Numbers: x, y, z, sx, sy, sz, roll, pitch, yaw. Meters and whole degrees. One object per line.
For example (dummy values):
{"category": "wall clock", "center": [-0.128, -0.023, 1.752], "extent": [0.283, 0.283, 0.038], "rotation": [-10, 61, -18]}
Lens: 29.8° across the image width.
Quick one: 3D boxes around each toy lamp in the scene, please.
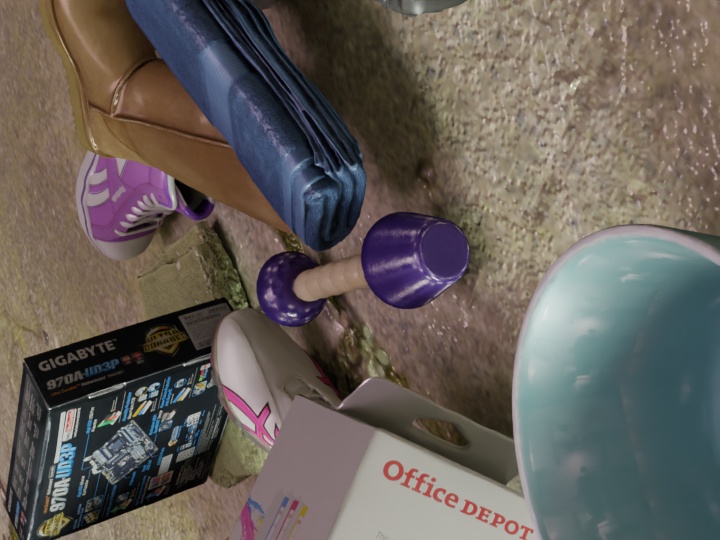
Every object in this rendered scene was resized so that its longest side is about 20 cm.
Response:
{"category": "toy lamp", "center": [0.000, 0.000, 0.820], "extent": [0.200, 0.058, 0.058], "rotation": [-10, 98, 62]}

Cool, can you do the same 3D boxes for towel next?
{"category": "towel", "center": [-0.114, 0.070, 1.069], "extent": [0.148, 0.036, 0.201], "rotation": [-27, 82, 59]}
{"category": "towel", "center": [-0.066, -0.109, 0.768], "extent": [0.200, 0.048, 0.112], "rotation": [53, 166, 14]}

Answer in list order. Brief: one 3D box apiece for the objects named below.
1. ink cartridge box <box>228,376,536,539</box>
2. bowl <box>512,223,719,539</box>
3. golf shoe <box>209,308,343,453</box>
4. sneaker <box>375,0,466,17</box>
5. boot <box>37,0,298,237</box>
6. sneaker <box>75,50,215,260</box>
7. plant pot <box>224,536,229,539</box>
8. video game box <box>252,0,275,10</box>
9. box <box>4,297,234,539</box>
{"category": "ink cartridge box", "center": [0.006, 0.168, 0.759], "extent": [0.201, 0.128, 0.125], "rotation": [-65, 23, -7]}
{"category": "bowl", "center": [0.159, 0.074, 0.533], "extent": [0.201, 0.105, 0.202], "rotation": [30, 125, 56]}
{"category": "golf shoe", "center": [-0.027, 0.107, 0.918], "extent": [0.200, 0.073, 0.092], "rotation": [58, 143, 2]}
{"category": "sneaker", "center": [0.050, -0.167, 0.627], "extent": [0.200, 0.071, 0.100], "rotation": [27, 131, 58]}
{"category": "boot", "center": [-0.111, -0.126, 0.879], "extent": [0.200, 0.066, 0.176], "rotation": [21, 135, 35]}
{"category": "sneaker", "center": [-0.160, -0.056, 1.035], "extent": [0.114, 0.072, 0.201], "rotation": [51, 145, 27]}
{"category": "plant pot", "center": [-0.095, 0.341, 1.057], "extent": [0.200, 0.200, 0.177], "rotation": [-10, 110, 60]}
{"category": "video game box", "center": [-0.080, -0.252, 0.764], "extent": [0.200, 0.047, 0.183], "rotation": [168, 85, -76]}
{"category": "box", "center": [-0.175, 0.116, 1.001], "extent": [0.046, 0.159, 0.200], "rotation": [55, 146, 27]}
